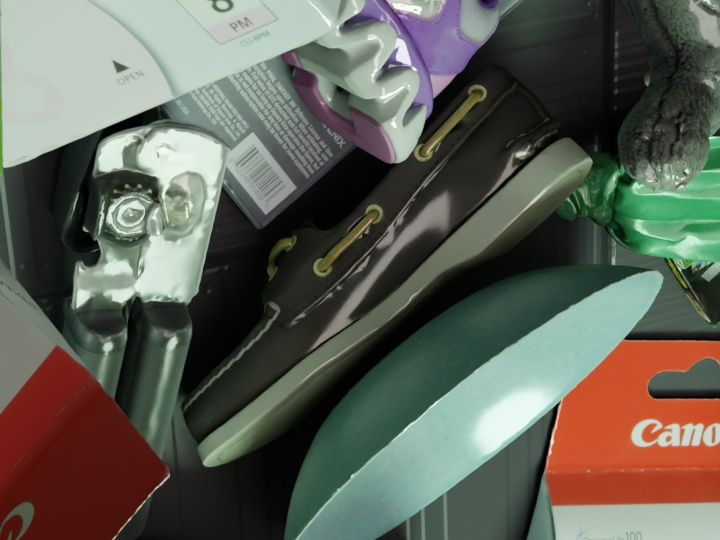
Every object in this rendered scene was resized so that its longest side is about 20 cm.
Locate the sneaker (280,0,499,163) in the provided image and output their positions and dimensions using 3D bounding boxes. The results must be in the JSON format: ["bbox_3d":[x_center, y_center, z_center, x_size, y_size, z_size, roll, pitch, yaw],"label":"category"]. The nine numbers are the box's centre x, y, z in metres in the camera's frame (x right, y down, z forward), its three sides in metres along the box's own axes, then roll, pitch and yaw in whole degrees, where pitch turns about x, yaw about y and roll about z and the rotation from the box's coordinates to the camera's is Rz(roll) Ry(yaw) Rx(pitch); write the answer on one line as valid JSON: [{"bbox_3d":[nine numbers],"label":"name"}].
[{"bbox_3d":[-0.005,-0.139,0.775,0.088,0.080,0.200,-39,129,-14],"label":"sneaker"}]

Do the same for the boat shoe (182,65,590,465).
[{"bbox_3d":[0.000,0.000,0.861,0.201,0.072,0.061,-40,80,6],"label":"boat shoe"}]

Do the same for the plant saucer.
[{"bbox_3d":[0.038,0.052,0.877,0.201,0.039,0.201,-35,166,-10],"label":"plant saucer"}]

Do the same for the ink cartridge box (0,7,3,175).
[{"bbox_3d":[-0.193,-0.124,0.655,0.076,0.148,0.200,-41,139,-60],"label":"ink cartridge box"}]

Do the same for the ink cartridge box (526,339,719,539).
[{"bbox_3d":[0.157,0.135,1.017,0.163,0.057,0.200,2,116,-27],"label":"ink cartridge box"}]

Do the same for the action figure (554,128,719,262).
[{"bbox_3d":[0.176,-0.042,0.907,0.200,0.055,0.118,-4,139,-13],"label":"action figure"}]

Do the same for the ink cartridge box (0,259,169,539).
[{"bbox_3d":[-0.167,0.075,0.731,0.050,0.200,0.161,38,91,-34],"label":"ink cartridge box"}]

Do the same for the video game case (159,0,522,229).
[{"bbox_3d":[-0.006,-0.130,0.830,0.200,0.019,0.143,-42,125,-6],"label":"video game case"}]

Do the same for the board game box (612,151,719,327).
[{"bbox_3d":[0.213,-0.074,0.965,0.200,0.023,0.105,-39,122,-5],"label":"board game box"}]

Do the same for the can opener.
[{"bbox_3d":[-0.099,0.018,0.836,0.053,0.067,0.200,-2,126,-27],"label":"can opener"}]

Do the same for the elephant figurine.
[{"bbox_3d":[0.141,-0.135,0.805,0.200,0.155,0.142,-14,142,-52],"label":"elephant figurine"}]

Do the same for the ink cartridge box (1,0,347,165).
[{"bbox_3d":[-0.123,-0.131,0.688,0.163,0.057,0.200,-18,136,35],"label":"ink cartridge box"}]
